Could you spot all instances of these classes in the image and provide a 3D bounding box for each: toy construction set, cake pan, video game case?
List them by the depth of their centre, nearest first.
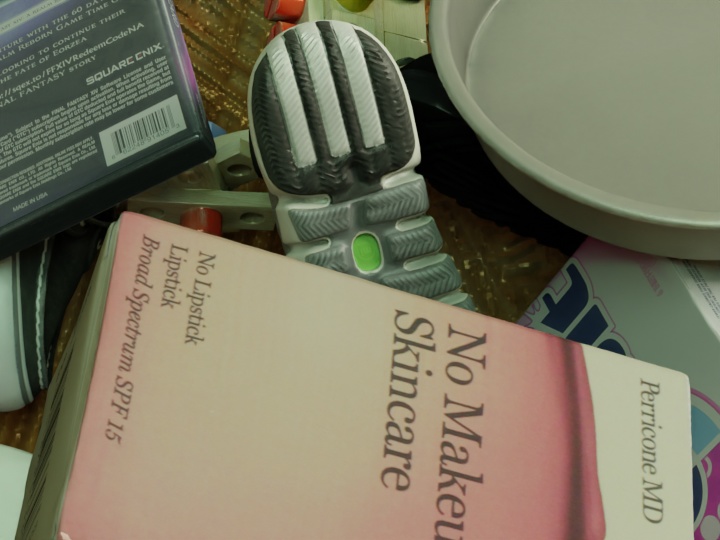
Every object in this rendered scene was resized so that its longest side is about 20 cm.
[{"bbox_3d":[0.125,-0.080,0.780,0.199,0.037,0.201,-2,50,2],"label":"cake pan"},{"bbox_3d":[-0.144,-0.094,0.857,0.143,0.019,0.200,-25,53,9],"label":"video game case"},{"bbox_3d":[-0.034,-0.105,0.888,0.131,0.092,0.201,11,76,-24],"label":"toy construction set"}]

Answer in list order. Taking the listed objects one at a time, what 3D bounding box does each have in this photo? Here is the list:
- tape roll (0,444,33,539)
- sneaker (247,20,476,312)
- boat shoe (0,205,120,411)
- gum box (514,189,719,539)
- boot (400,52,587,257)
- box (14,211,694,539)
[{"bbox_3d":[-0.148,0.173,0.758,0.202,0.139,0.203,0,71,-1],"label":"tape roll"},{"bbox_3d":[0.000,0.000,0.805,0.075,0.116,0.201,-9,103,-5],"label":"sneaker"},{"bbox_3d":[-0.125,-0.039,0.875,0.056,0.069,0.201,1,68,-1],"label":"boat shoe"},{"bbox_3d":[0.130,0.084,0.766,0.066,0.114,0.200,4,46,-40],"label":"gum box"},{"bbox_3d":[0.114,-0.089,0.877,0.200,0.076,0.169,26,71,-19],"label":"boot"},{"bbox_3d":[-0.005,0.083,0.680,0.199,0.109,0.128,16,49,-12],"label":"box"}]
